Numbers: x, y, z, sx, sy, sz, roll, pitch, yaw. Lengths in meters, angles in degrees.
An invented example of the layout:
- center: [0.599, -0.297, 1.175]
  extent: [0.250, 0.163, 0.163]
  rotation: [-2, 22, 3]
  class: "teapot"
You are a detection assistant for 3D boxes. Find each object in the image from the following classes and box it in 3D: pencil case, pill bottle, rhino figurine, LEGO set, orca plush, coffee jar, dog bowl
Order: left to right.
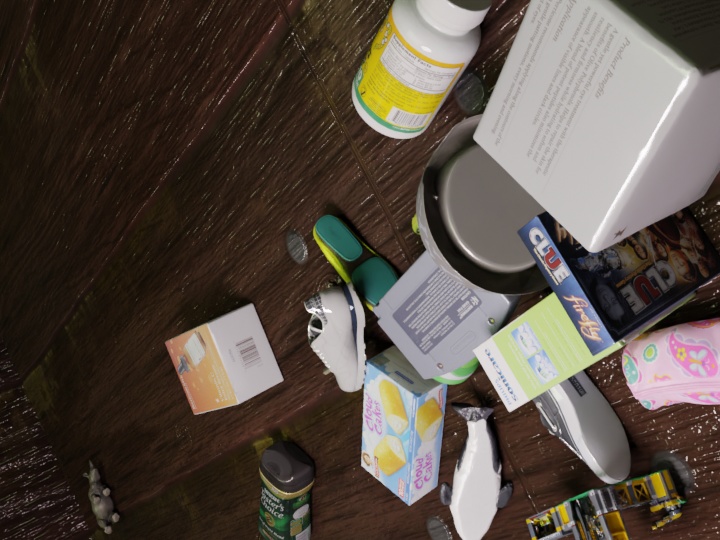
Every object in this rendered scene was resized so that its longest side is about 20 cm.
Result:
- center: [-0.721, 0.621, 2.662]
  extent: [0.087, 0.059, 0.204]
  rotation: [-13, 95, 64]
  class: "rhino figurine"
- center: [-0.138, 0.417, 1.780]
  extent: [0.104, 0.084, 0.204]
  rotation: [33, 132, 37]
  class: "coffee jar"
- center: [0.072, -0.259, 1.120]
  extent: [0.114, 0.112, 0.201]
  rotation: [54, 143, 16]
  class: "pill bottle"
- center: [0.149, 0.274, 1.348]
  extent: [0.071, 0.103, 0.204]
  rotation: [-124, 19, -72]
  class: "orca plush"
- center: [0.150, -0.068, 1.064]
  extent: [0.203, 0.197, 0.059]
  rotation: [65, 159, 2]
  class: "dog bowl"
- center: [0.290, 0.320, 1.121]
  extent: [0.199, 0.151, 0.118]
  rotation: [-39, 61, 46]
  class: "LEGO set"
- center: [0.359, 0.093, 0.966]
  extent: [0.199, 0.086, 0.089]
  rotation: [-15, 97, 55]
  class: "pencil case"

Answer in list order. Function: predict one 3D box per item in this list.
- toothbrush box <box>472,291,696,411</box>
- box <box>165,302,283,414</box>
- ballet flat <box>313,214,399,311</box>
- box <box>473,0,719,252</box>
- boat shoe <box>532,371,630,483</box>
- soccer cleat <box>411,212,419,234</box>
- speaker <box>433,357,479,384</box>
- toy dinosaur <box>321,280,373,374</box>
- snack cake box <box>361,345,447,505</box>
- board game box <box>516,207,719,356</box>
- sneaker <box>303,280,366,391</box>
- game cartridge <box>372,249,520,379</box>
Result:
- center: [0.239, 0.058, 1.049]
  extent: [0.087, 0.144, 0.200]
  rotation: [57, 144, 11]
  class: "toothbrush box"
- center: [-0.254, 0.166, 1.775]
  extent: [0.199, 0.105, 0.155]
  rotation: [-23, 91, 54]
  class: "box"
- center: [0.000, 0.000, 1.407]
  extent: [0.201, 0.066, 0.068]
  rotation: [49, 162, 27]
  class: "ballet flat"
- center: [0.248, -0.166, 0.872]
  extent: [0.172, 0.198, 0.201]
  rotation: [48, 139, 26]
  class: "box"
- center: [0.249, 0.170, 1.160]
  extent: [0.202, 0.071, 0.068]
  rotation: [58, 141, 17]
  class: "boat shoe"
- center: [0.119, -0.110, 1.201]
  extent: [0.201, 0.063, 0.085]
  rotation: [127, 143, -55]
  class: "soccer cleat"
- center: [0.136, 0.054, 1.230]
  extent: [0.088, 0.087, 0.202]
  rotation: [45, 138, 27]
  class: "speaker"
- center: [-0.025, 0.106, 1.504]
  extent: [0.088, 0.047, 0.203]
  rotation: [42, 140, 40]
  class: "toy dinosaur"
- center: [0.062, 0.230, 1.437]
  extent: [0.114, 0.066, 0.204]
  rotation: [29, 130, 39]
  class: "snack cake box"
- center: [0.258, -0.019, 0.937]
  extent: [0.137, 0.198, 0.035]
  rotation: [59, 143, 9]
  class: "board game box"
- center: [-0.037, 0.102, 1.392]
  extent: [0.077, 0.079, 0.203]
  rotation: [-122, 21, -47]
  class: "sneaker"
- center: [0.104, 0.046, 1.164]
  extent: [0.134, 0.041, 0.200]
  rotation: [53, 138, 9]
  class: "game cartridge"
